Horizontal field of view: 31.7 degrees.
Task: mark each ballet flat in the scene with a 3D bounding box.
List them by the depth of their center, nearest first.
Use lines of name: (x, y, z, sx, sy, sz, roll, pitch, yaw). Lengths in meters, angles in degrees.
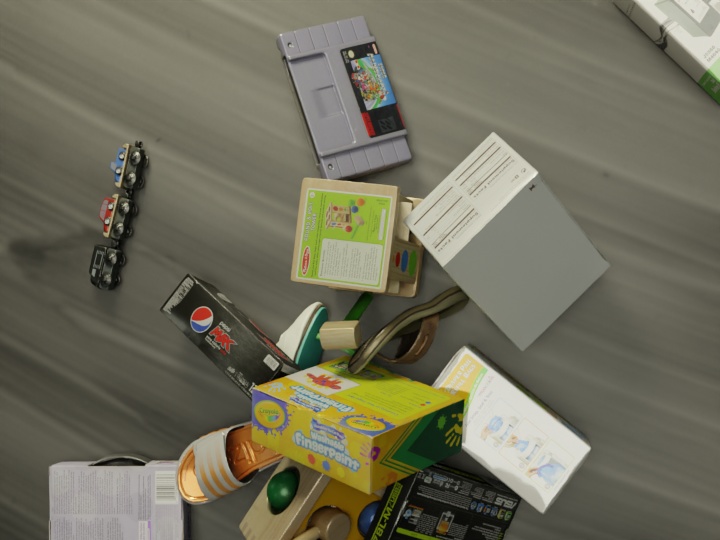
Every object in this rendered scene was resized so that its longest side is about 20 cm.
ballet flat: (-0.093, 0.137, 1.641, 0.068, 0.069, 0.204, 11, 90, 7)

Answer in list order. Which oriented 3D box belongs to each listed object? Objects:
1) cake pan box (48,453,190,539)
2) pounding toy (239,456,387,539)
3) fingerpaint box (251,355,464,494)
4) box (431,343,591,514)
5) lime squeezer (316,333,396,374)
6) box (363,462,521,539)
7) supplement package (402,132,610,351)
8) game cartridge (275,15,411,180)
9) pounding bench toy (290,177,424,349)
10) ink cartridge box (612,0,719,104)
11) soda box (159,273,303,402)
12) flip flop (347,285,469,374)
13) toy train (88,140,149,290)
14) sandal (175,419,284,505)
cake pan box: (-0.314, 0.344, 1.661, 0.181, 0.052, 0.204, -2, 88, 4)
pounding toy: (-0.052, 0.314, 1.543, 0.199, 0.142, 0.185, 33, 92, -29)
fingerpaint box: (-0.004, 0.178, 1.497, 0.198, 0.166, 0.075, 16, 111, 40)
box: (0.178, 0.192, 1.578, 0.199, 0.112, 0.102, 38, 94, 6)
lime squeezer: (0.021, 0.151, 1.633, 0.070, 0.038, 0.202, -27, 99, 18)
box: (0.089, 0.338, 1.556, 0.047, 0.198, 0.196, 28, 94, 50)
supplement package: (0.178, -0.032, 1.533, 0.156, 0.200, 0.111, -44, 40, 3)
game cartridge: (-0.019, -0.220, 1.627, 0.128, 0.038, 0.203, -17, 84, -17)
pounding bench toy: (0.000, 0.000, 1.578, 0.122, 0.156, 0.204, 6, 87, 19)
ink cartridge box: (0.434, -0.332, 1.581, 0.200, 0.084, 0.146, 44, 93, 6)
soda box: (-0.162, 0.090, 1.608, 0.200, 0.071, 0.064, 41, 94, 30)
flip flop: (0.068, 0.081, 1.574, 0.199, 0.081, 0.058, -25, 80, -38)
toy train: (-0.324, -0.075, 1.685, 0.045, 0.034, 0.203, 14, 91, 19)
sandal: (-0.152, 0.229, 1.592, 0.205, 0.059, 0.080, -29, 87, 12)
